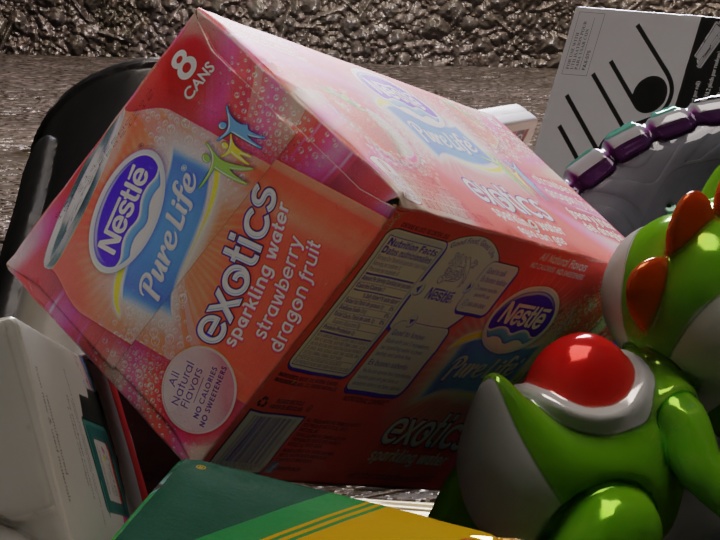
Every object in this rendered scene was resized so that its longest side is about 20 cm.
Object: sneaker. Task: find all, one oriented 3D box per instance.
[{"bbox_3d":[0.085,0.010,0.911,0.199,0.074,0.088,-24,52,8],"label":"sneaker"}]

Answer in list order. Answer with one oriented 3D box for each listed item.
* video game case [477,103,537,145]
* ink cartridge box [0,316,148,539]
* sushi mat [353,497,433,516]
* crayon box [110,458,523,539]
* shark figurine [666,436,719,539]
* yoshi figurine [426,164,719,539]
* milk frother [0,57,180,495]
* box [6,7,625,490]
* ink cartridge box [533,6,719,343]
[{"bbox_3d":[0.002,-0.009,1.223,0.018,0.144,0.200,38,27,25],"label":"video game case"},{"bbox_3d":[-0.125,0.070,0.711,0.116,0.067,0.200,-16,-8,0],"label":"ink cartridge box"},{"bbox_3d":[0.078,0.106,0.930,0.199,0.012,0.096,2,11,10],"label":"sushi mat"},{"bbox_3d":[0.025,0.116,0.614,0.199,0.058,0.119,13,23,12],"label":"crayon box"},{"bbox_3d":[0.116,0.064,0.885,0.128,0.090,0.214,8,23,20],"label":"shark figurine"},{"bbox_3d":[0.093,0.057,0.782,0.112,0.200,0.112,38,-16,4],"label":"yoshi figurine"},{"bbox_3d":[-0.110,0.050,0.943,0.180,0.201,0.188,5,36,0],"label":"milk frother"},{"bbox_3d":[0.000,0.000,0.784,0.095,0.103,0.200,45,16,25],"label":"box"},{"bbox_3d":[0.110,-0.008,1.043,0.094,0.201,0.044,8,-12,39],"label":"ink cartridge box"}]
